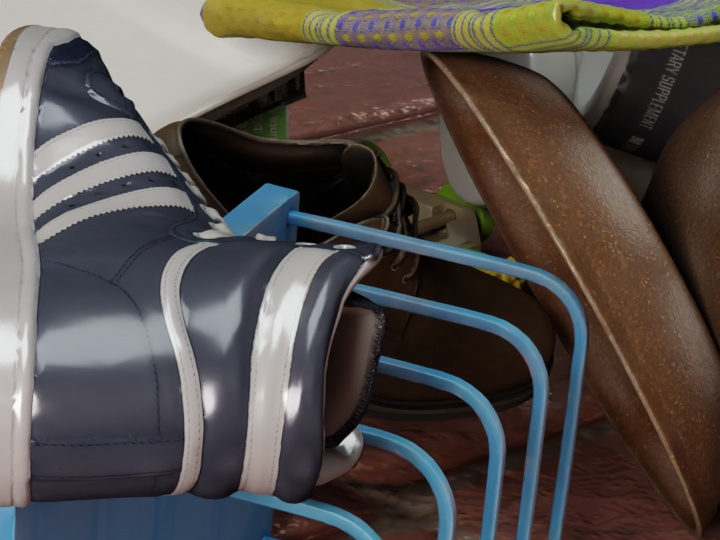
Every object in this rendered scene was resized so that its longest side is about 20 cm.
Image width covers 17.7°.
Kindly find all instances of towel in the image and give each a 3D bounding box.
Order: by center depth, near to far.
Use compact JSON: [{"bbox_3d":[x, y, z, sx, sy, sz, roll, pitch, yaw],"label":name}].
[{"bbox_3d":[0.049,-0.097,0.850,0.143,0.023,0.199,-9,12,-39],"label":"towel"}]

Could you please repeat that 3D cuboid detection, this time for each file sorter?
[{"bbox_3d":[-0.018,0.080,0.702,0.122,0.140,0.200,13,24,17],"label":"file sorter"}]

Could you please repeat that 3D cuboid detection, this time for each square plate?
[{"bbox_3d":[-0.146,-0.083,0.906,0.198,0.029,0.200,32,47,30],"label":"square plate"}]

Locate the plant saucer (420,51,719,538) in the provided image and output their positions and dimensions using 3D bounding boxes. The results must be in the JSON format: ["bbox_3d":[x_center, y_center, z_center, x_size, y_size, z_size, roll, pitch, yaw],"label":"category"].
[{"bbox_3d":[0.085,0.000,0.834,0.037,0.201,0.201,-29,26,-1],"label":"plant saucer"}]

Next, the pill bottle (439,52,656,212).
[{"bbox_3d":[0.145,-0.067,1.068,0.199,0.117,0.116,6,19,-23],"label":"pill bottle"}]

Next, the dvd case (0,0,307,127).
[{"bbox_3d":[-0.143,-0.077,0.938,0.199,0.022,0.146,-27,47,-29],"label":"dvd case"}]

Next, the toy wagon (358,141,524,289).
[{"bbox_3d":[-0.008,-0.010,1.058,0.199,0.040,0.155,22,30,40],"label":"toy wagon"}]

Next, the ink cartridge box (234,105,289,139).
[{"bbox_3d":[-0.132,-0.079,1.045,0.199,0.085,0.146,0,25,-4],"label":"ink cartridge box"}]

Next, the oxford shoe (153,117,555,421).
[{"bbox_3d":[0.000,0.000,0.836,0.199,0.084,0.073,18,44,-31],"label":"oxford shoe"}]

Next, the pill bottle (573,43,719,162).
[{"bbox_3d":[0.197,-0.076,0.954,0.199,0.107,0.106,17,21,-5],"label":"pill bottle"}]

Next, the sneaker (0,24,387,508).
[{"bbox_3d":[-0.050,-0.003,0.620,0.108,0.070,0.200,2,31,-4],"label":"sneaker"}]

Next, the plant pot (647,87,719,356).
[{"bbox_3d":[0.184,-0.014,0.805,0.186,0.188,0.200,-5,9,-18],"label":"plant pot"}]
